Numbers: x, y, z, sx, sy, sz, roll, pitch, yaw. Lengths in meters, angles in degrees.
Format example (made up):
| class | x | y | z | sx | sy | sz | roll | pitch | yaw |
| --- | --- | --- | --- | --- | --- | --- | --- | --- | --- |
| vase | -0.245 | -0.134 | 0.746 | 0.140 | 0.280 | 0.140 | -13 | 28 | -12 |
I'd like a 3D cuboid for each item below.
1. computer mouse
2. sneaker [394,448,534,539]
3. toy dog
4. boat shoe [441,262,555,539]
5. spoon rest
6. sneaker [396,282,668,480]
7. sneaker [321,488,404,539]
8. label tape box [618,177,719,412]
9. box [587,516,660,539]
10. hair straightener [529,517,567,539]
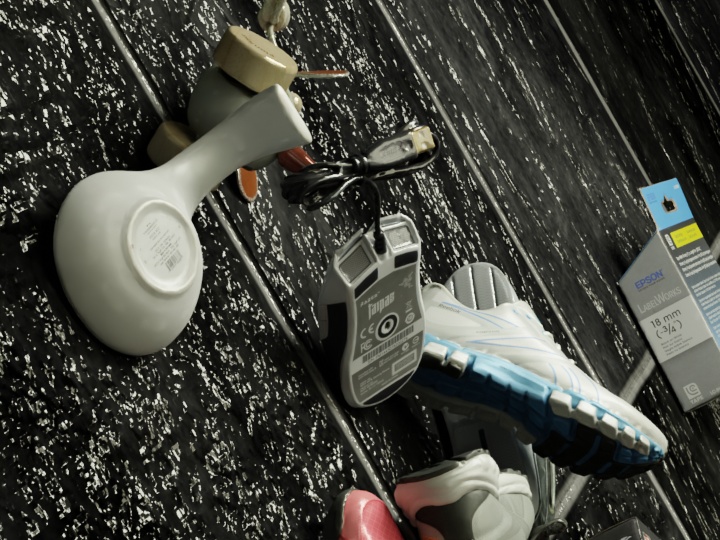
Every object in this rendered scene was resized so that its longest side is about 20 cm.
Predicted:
| class | x | y | z | sx | sy | sz | roll | pitch | yaw |
| --- | --- | --- | --- | --- | --- | --- | --- | --- | --- |
| computer mouse | 0.000 | 0.000 | 1.359 | 0.044 | 0.109 | 0.201 | 34 | -39 | 34 |
| sneaker | 0.068 | 0.161 | 1.348 | 0.200 | 0.074 | 0.080 | 36 | 35 | -74 |
| toy dog | -0.053 | -0.097 | 1.373 | 0.096 | 0.132 | 0.200 | 36 | 34 | -2 |
| boat shoe | 0.091 | 0.094 | 1.532 | 0.071 | 0.072 | 0.201 | 43 | 37 | -55 |
| spoon rest | -0.102 | -0.030 | 1.225 | 0.100 | 0.060 | 0.200 | 58 | 44 | -16 |
| sneaker | 0.115 | 0.065 | 1.461 | 0.199 | 0.075 | 0.087 | 26 | 54 | -1 |
| sneaker | 0.046 | 0.207 | 1.246 | 0.074 | 0.087 | 0.201 | 15 | 49 | -62 |
| label tape box | 0.298 | 0.021 | 2.078 | 0.201 | 0.063 | 0.144 | 63 | 22 | 5 |
| box | 0.236 | 0.300 | 1.612 | 0.158 | 0.048 | 0.201 | 42 | 29 | -39 |
| hair straightener | 0.124 | 0.239 | 1.347 | 0.077 | 0.041 | 0.201 | -73 | 159 | -60 |
